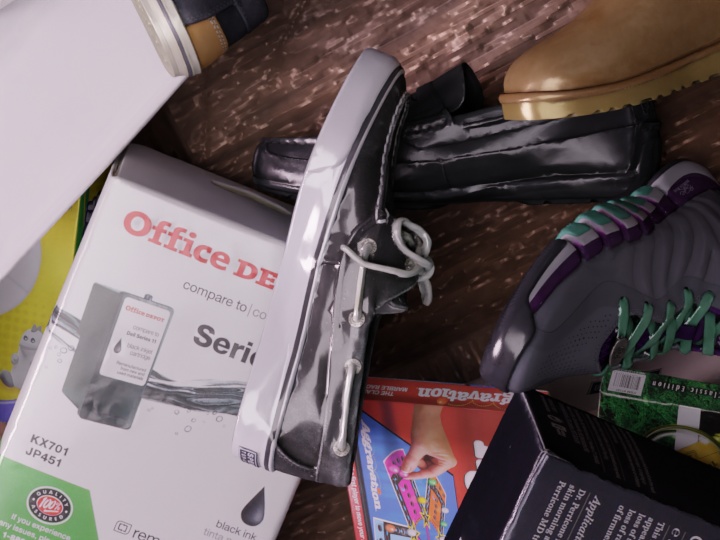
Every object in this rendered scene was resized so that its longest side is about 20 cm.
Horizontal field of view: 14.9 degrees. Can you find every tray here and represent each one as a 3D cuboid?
[{"bbox_3d":[-0.155,-0.084,1.364,0.107,0.022,0.200,37,78,20],"label":"tray"}]

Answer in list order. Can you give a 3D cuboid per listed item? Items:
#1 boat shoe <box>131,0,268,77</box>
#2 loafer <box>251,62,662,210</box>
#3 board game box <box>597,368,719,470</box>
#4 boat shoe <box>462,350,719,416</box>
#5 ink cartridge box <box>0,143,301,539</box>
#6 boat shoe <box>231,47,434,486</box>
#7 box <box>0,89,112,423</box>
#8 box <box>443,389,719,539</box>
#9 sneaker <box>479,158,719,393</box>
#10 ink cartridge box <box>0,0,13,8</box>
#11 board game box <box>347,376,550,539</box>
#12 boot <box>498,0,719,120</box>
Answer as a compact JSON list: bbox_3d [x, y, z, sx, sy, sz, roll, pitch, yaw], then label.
[{"bbox_3d":[-0.104,-0.190,1.347,0.062,0.075,0.200,-25,75,-5],"label":"boat shoe"},{"bbox_3d":[0.046,-0.065,1.337,0.200,0.068,0.071,-2,92,11],"label":"loafer"},{"bbox_3d":[0.160,0.130,1.310,0.105,0.023,0.200,11,133,13],"label":"board game box"},{"bbox_3d":[0.121,0.095,1.344,0.200,0.075,0.093,-10,115,28],"label":"boat shoe"},{"bbox_3d":[-0.090,0.058,1.365,0.146,0.083,0.200,21,101,-6],"label":"ink cartridge box"},{"bbox_3d":[0.000,0.000,1.270,0.068,0.074,0.200,16,83,8],"label":"boat shoe"},{"bbox_3d":[-0.190,-0.026,1.422,0.117,0.048,0.200,10,102,14],"label":"box"},{"bbox_3d":[0.114,0.184,1.219,0.182,0.104,0.200,24,101,-8],"label":"box"},{"bbox_3d":[0.135,0.013,1.250,0.087,0.200,0.075,35,130,17],"label":"sneaker"},{"bbox_3d":[-0.276,-0.177,1.345,0.200,0.147,0.145,-29,70,19],"label":"ink cartridge box"},{"bbox_3d":[0.049,0.135,1.350,0.103,0.019,0.200,3,129,15],"label":"board game box"},{"bbox_3d":[0.118,-0.181,1.263,0.066,0.175,0.200,1,108,62],"label":"boot"}]
